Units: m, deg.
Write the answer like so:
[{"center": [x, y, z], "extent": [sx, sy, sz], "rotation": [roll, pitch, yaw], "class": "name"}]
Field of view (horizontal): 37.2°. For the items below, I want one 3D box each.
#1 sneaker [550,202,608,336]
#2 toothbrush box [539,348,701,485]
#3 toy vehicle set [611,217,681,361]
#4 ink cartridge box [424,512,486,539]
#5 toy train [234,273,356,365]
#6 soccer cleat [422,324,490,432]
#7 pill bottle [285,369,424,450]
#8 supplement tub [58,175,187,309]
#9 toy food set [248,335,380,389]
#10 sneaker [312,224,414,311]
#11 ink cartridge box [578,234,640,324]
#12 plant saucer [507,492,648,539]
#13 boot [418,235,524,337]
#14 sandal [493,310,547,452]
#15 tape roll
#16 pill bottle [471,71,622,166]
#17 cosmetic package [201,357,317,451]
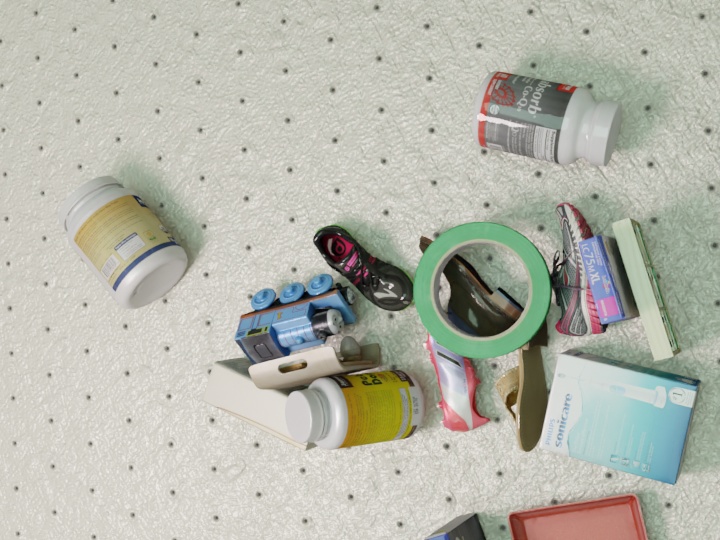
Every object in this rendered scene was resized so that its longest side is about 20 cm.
[{"center": [0.311, -0.001, 1.578], "extent": [0.075, 0.081, 0.200], "rotation": [-9, 87, 23], "class": "sneaker"}, {"center": [0.375, 0.208, 1.549], "extent": [0.200, 0.085, 0.147], "rotation": [12, 94, 20], "class": "toothbrush box"}, {"center": [0.406, 0.027, 1.518], "extent": [0.027, 0.124, 0.200], "rotation": [-19, 83, 20], "class": "toy vehicle set"}, {"center": [0.158, 0.472, 1.568], "extent": [0.047, 0.200, 0.198], "rotation": [-21, 82, 20], "class": "ink cartridge box"}, {"center": [-0.102, 0.079, 1.711], "extent": [0.200, 0.087, 0.114], "rotation": [-14, 41, 23], "class": "toy train"}, {"center": [0.146, 0.150, 1.651], "extent": [0.076, 0.067, 0.200], "rotation": [-11, 88, 12], "class": "soccer cleat"}, {"center": [-0.010, 0.212, 1.626], "extent": [0.109, 0.200, 0.109], "rotation": [5, 96, 56], "class": "pill bottle"}, {"center": [-0.405, -0.049, 1.818], "extent": [0.144, 0.144, 0.200], "rotation": [-45, 75, 15], "class": "supplement tub"}, {"center": [-0.067, 0.139, 1.657], "extent": [0.143, 0.200, 0.060], "rotation": [-15, 81, 20], "class": "toy food set"}, {"center": [0.000, 0.000, 1.695], "extent": [0.200, 0.084, 0.077], "rotation": [35, 102, 18], "class": "sneaker"}, {"center": [0.349, 0.013, 1.499], "extent": [0.042, 0.200, 0.119], "rotation": [-17, 83, 19], "class": "ink cartridge box"}, {"center": [0.336, 0.440, 1.588], "extent": [0.200, 0.037, 0.200], "rotation": [-14, 85, 20], "class": "plant saucer"}, {"center": [0.147, 0.036, 1.643], "extent": [0.200, 0.075, 0.097], "rotation": [40, 100, 15], "class": "boot"}, {"center": [0.237, 0.163, 1.620], "extent": [0.070, 0.078, 0.212], "rotation": [2, 88, 42], "class": "sandal"}, {"center": [0.179, 0.029, 1.571], "extent": [0.200, 0.048, 0.201], "rotation": [0, 89, 13], "class": "tape roll"}, {"center": [0.275, -0.220, 1.575], "extent": [0.200, 0.116, 0.116], "rotation": [15, 95, 20], "class": "pill bottle"}, {"center": [-0.143, 0.214, 1.738], "extent": [0.200, 0.104, 0.073], "rotation": [22, 98, 21], "class": "cosmetic package"}]
